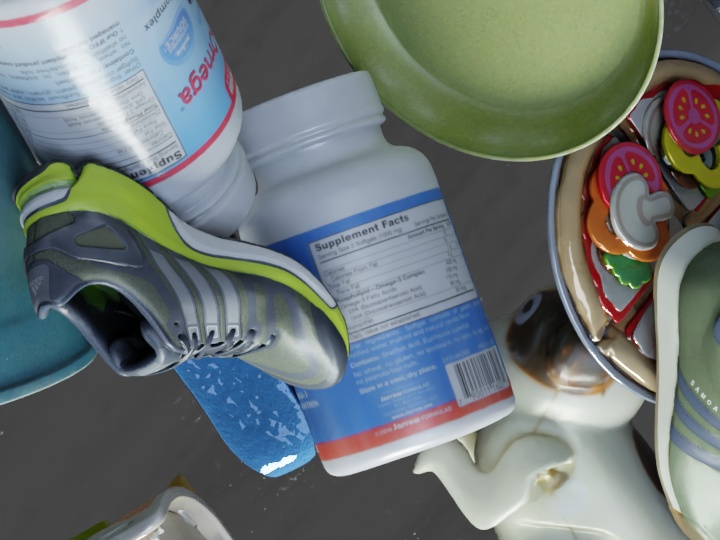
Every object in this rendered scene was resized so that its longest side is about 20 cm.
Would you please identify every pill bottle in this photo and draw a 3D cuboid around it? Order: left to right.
[{"bbox_3d":[-0.124,-0.099,1.316,0.109,0.109,0.200,-26,132,0],"label":"pill bottle"},{"bbox_3d":[0.000,0.000,1.420,0.112,0.112,0.200,-20,89,-3],"label":"pill bottle"}]

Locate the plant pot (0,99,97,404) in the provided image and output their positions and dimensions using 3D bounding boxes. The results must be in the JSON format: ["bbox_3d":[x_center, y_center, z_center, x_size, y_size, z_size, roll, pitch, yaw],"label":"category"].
[{"bbox_3d":[-0.248,-0.030,1.341,0.200,0.200,0.188,-11,101,-8],"label":"plant pot"}]

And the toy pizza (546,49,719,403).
[{"bbox_3d":[0.184,-0.024,1.461,0.200,0.032,0.200,4,84,-37],"label":"toy pizza"}]

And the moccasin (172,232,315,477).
[{"bbox_3d":[-0.088,0.021,1.458,0.080,0.068,0.200,-21,101,10],"label":"moccasin"}]

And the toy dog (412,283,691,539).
[{"bbox_3d":[0.122,0.107,1.500,0.194,0.140,0.200,-5,100,19],"label":"toy dog"}]

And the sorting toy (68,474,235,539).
[{"bbox_3d":[-0.143,0.224,1.529,0.180,0.107,0.200,-27,117,9],"label":"sorting toy"}]

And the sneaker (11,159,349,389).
[{"bbox_3d":[-0.090,0.023,1.313,0.200,0.081,0.074,26,141,-30],"label":"sneaker"}]

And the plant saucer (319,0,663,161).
[{"bbox_3d":[0.070,-0.153,1.389,0.200,0.031,0.200,14,124,22],"label":"plant saucer"}]

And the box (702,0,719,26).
[{"bbox_3d":[0.305,-0.128,1.492,0.158,0.048,0.200,-36,116,6],"label":"box"}]

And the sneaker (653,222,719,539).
[{"bbox_3d":[0.207,0.078,1.406,0.067,0.090,0.200,-23,120,-26],"label":"sneaker"}]
